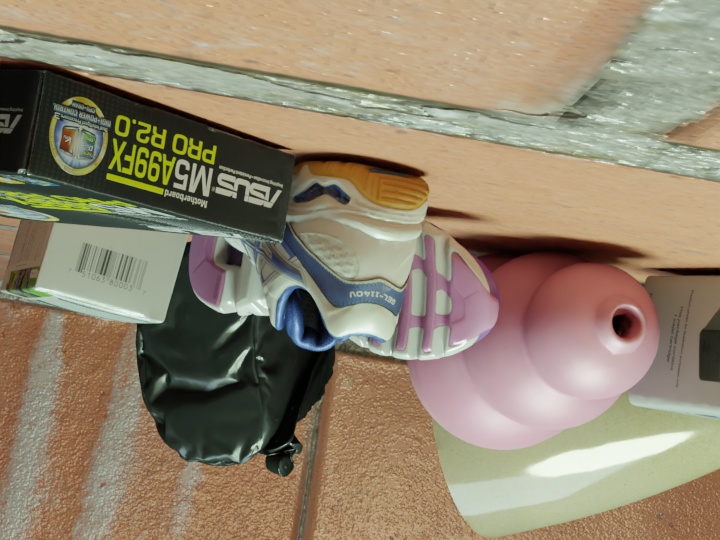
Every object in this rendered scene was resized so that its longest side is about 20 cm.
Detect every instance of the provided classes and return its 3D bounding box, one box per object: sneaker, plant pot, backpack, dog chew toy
[{"bbox_3d":[0.000,0.000,0.943,0.200,0.081,0.088,12,-175,34],"label":"sneaker"},{"bbox_3d":[-0.033,-0.006,0.821,0.075,0.088,0.200,9,177,-19],"label":"sneaker"},{"bbox_3d":[0.177,0.087,1.142,0.200,0.187,0.187,-8,168,25],"label":"plant pot"},{"bbox_3d":[-0.082,0.038,1.119,0.127,0.167,0.200,4,-170,11],"label":"backpack"},{"bbox_3d":[0.110,0.044,0.984,0.124,0.125,0.200,11,167,-21],"label":"dog chew toy"}]

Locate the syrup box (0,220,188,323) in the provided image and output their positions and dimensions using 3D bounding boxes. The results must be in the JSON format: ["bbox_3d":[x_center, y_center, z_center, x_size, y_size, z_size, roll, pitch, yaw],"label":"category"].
[{"bbox_3d":[-0.167,-0.014,1.013,0.079,0.081,0.200,17,173,-17],"label":"syrup box"}]

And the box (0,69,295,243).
[{"bbox_3d":[-0.156,-0.053,0.748,0.200,0.044,0.160,6,174,37],"label":"box"}]

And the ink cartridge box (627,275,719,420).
[{"bbox_3d":[0.273,0.054,0.935,0.146,0.084,0.200,11,175,-24],"label":"ink cartridge box"}]
